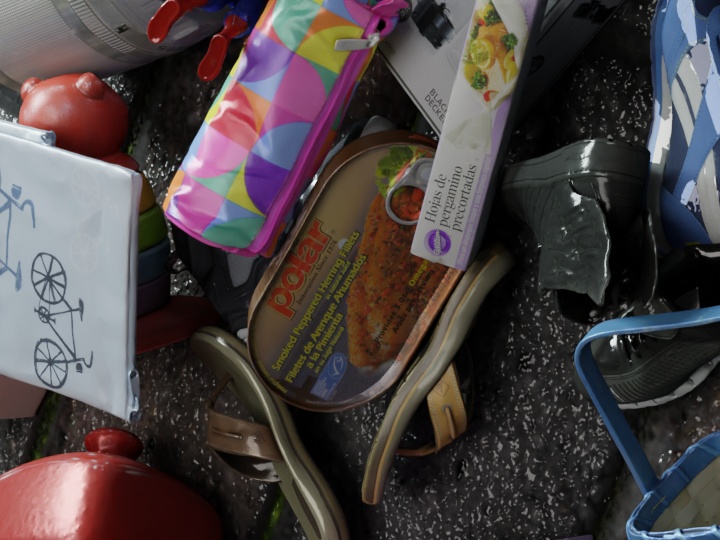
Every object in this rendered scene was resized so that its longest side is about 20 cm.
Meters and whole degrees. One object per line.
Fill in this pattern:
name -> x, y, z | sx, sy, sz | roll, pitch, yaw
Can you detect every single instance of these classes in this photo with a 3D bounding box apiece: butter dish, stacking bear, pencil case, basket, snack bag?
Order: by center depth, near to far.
basket -> 0.224, 0.107, 1.117 | 0.176, 0.139, 0.200 | -11, 113, 39
pencil case -> -0.050, -0.104, 1.307 | 0.088, 0.088, 0.200 | 37, 105, 34
snack bag -> -0.221, -0.007, 1.412 | 0.200, 0.021, 0.189 | 16, 112, 34
stacking bear -> -0.192, -0.044, 1.464 | 0.121, 0.114, 0.201 | 0, 107, 40
butter dish -> -0.190, 0.186, 1.474 | 0.199, 0.200, 0.148 | -14, 57, 40

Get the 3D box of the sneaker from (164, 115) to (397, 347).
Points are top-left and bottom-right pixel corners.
sneaker -> -0.062, -0.044, 1.390 | 0.114, 0.075, 0.200 | 36, 119, 4

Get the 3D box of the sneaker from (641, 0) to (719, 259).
sneaker -> 0.216, -0.102, 1.186 | 0.082, 0.074, 0.201 | 11, 105, 40

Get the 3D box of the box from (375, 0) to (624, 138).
box -> 0.100, -0.187, 1.288 | 0.200, 0.060, 0.117 | -51, 60, 28

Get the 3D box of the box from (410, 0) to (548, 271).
box -> 0.076, -0.100, 1.247 | 0.039, 0.041, 0.200 | 19, 113, 11

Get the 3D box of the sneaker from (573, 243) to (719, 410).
sneaker -> 0.186, 0.025, 1.183 | 0.200, 0.090, 0.067 | -27, 55, 42

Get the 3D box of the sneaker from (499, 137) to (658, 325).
sneaker -> 0.126, -0.016, 1.205 | 0.200, 0.060, 0.105 | 155, 124, -72

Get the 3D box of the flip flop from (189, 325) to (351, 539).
flip flop -> -0.072, 0.125, 1.416 | 0.200, 0.057, 0.081 | 60, 168, 17

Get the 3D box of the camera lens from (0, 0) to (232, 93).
camera lens -> -0.193, -0.221, 1.470 | 0.200, 0.160, 0.160 | -14, 81, 39

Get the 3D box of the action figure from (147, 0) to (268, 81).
action figure -> -0.085, -0.181, 1.370 | 0.065, 0.200, 0.052 | 33, 120, 2

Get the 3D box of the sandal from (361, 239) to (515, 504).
sandal -> 0.056, 0.075, 1.325 | 0.054, 0.080, 0.200 | 30, 104, 2

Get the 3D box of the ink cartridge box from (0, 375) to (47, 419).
ink cartridge box -> -0.305, 0.022, 1.584 | 0.129, 0.125, 0.200 | 46, 119, 32

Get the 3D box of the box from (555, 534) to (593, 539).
box -> 0.058, 0.272, 1.297 | 0.200, 0.097, 0.176 | -15, 80, 38

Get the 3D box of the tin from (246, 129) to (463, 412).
tin -> 0.000, 0.000, 1.329 | 0.200, 0.112, 0.042 | -59, 21, 18
